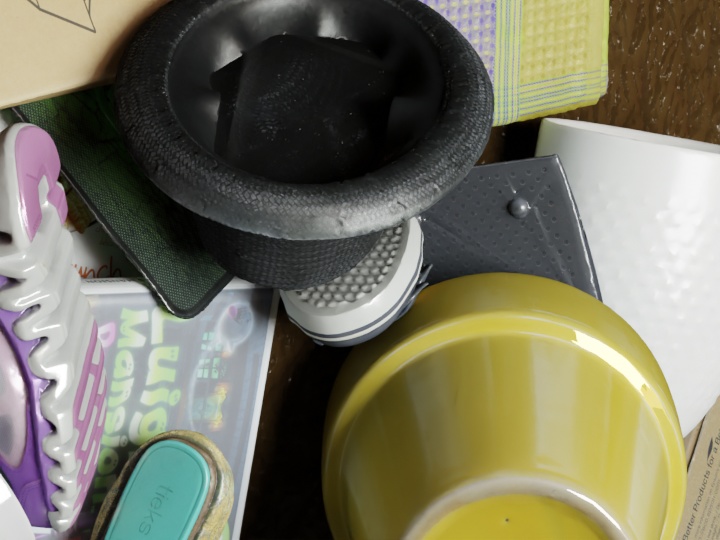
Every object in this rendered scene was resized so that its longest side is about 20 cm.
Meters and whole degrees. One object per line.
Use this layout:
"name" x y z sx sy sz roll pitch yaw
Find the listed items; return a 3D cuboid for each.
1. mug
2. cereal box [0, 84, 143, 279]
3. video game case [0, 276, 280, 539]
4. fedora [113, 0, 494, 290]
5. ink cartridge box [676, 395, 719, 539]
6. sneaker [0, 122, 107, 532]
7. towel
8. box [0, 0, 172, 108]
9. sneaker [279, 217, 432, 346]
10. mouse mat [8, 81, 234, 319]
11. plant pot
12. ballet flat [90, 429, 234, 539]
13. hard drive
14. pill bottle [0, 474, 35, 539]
"mug" 0.140 0.004 1.335 0.199 0.148 0.177 8 97 -13
"cereal box" -0.164 -0.021 1.106 0.143 0.039 0.202 4 88 -43
"video game case" -0.128 0.102 1.109 0.181 0.023 0.201 -2 107 -43
"fedora" -0.030 -0.060 1.090 0.200 0.200 0.092 -32 147 -38
"ink cartridge box" 0.220 0.181 1.442 0.165 0.075 0.201 37 67 -35
"sneaker" -0.166 0.028 0.991 0.081 0.088 0.201 -85 169 -57
"towel" 0.067 -0.150 1.286 0.199 0.023 0.145 -14 116 -30
"box" -0.150 -0.167 1.091 0.199 0.021 0.164 -19 87 -47
"sneaker" 0.000 0.000 1.175 0.200 0.078 0.080 -96 168 -63
"mouse mat" -0.107 -0.092 1.121 0.200 0.008 0.161 52 45 -12
"plant pot" 0.075 0.126 1.164 0.189 0.199 0.202 -84 155 -70
"ballet flat" -0.121 0.170 1.089 0.071 0.071 0.201 32 86 -38
"hard drive" 0.078 0.034 1.276 0.042 0.134 0.201 -41 121 -63
"pill bottle" -0.242 0.151 0.965 0.200 0.112 0.113 -40 117 -23
